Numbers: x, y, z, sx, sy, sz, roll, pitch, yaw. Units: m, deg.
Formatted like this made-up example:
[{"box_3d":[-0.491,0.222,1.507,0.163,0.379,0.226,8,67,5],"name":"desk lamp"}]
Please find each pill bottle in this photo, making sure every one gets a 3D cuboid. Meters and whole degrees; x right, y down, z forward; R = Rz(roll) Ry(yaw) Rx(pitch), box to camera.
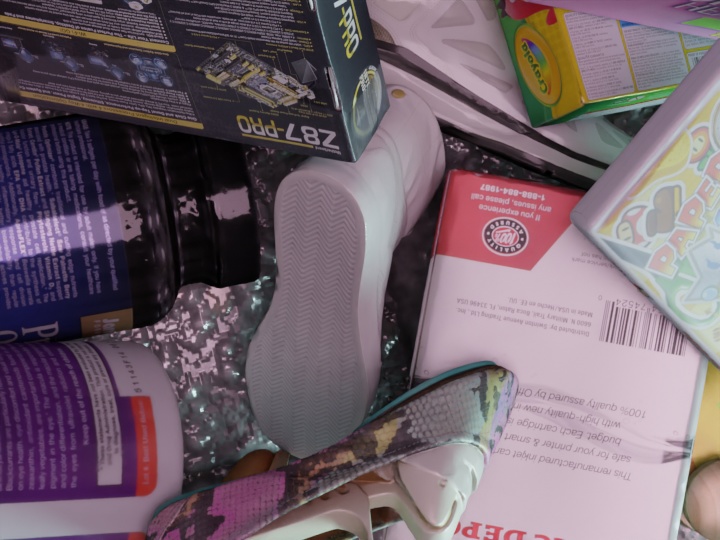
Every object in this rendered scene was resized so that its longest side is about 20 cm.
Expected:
[{"box_3d":[-0.155,-0.020,1.086,0.199,0.112,0.112,-10,97,-9],"name":"pill bottle"},{"box_3d":[-0.193,0.090,1.027,0.199,0.111,0.112,0,96,-27],"name":"pill bottle"}]

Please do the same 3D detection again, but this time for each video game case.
[{"box_3d":[0.218,-0.047,1.051,0.200,0.023,0.182,-49,124,-1],"name":"video game case"}]

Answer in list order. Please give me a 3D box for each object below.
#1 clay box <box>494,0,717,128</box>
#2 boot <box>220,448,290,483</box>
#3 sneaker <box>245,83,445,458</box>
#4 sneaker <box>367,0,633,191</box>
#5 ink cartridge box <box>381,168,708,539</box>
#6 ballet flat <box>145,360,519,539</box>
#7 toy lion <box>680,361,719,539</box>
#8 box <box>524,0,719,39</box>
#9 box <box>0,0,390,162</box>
[{"box_3d":[0.113,-0.181,1.121,0.115,0.048,0.201,-12,83,-36],"name":"clay box"},{"box_3d":[-0.139,0.142,1.129,0.154,0.074,0.200,29,61,12],"name":"boot"},{"box_3d":[0.000,0.000,1.130,0.073,0.116,0.200,24,134,14],"name":"sneaker"},{"box_3d":[0.090,-0.114,1.143,0.200,0.076,0.116,23,93,-10],"name":"sneaker"},{"box_3d":[0.098,0.060,1.119,0.146,0.083,0.201,11,91,4],"name":"ink cartridge box"},{"box_3d":[-0.002,0.110,1.026,0.199,0.071,0.069,-22,139,-17],"name":"ballet flat"},{"box_3d":[0.152,0.046,1.185,0.191,0.069,0.200,28,90,-5],"name":"toy lion"},{"box_3d":[0.177,-0.224,1.076,0.175,0.097,0.201,6,78,-30],"name":"box"},{"box_3d":[-0.095,-0.134,1.002,0.049,0.199,0.162,-60,150,-37],"name":"box"}]
